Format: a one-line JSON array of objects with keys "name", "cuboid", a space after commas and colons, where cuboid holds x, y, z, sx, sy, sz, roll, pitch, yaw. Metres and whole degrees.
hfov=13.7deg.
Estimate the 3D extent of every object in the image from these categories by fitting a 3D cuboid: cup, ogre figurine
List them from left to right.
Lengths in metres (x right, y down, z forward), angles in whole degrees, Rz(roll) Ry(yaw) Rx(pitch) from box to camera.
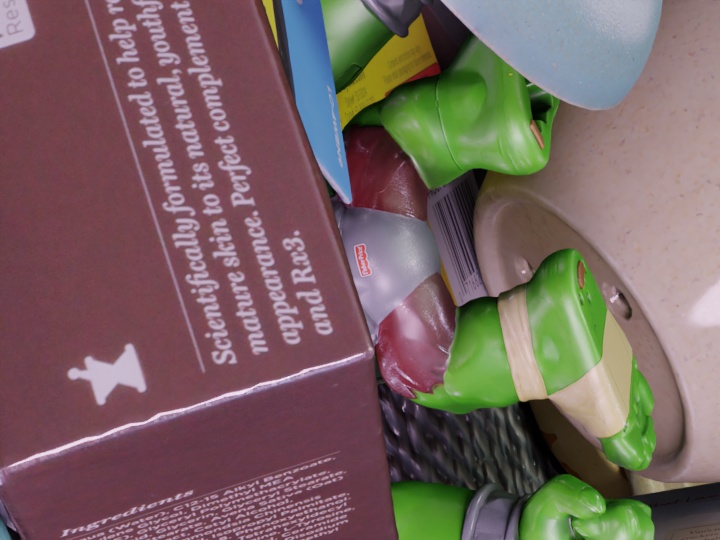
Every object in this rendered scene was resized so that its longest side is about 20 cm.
[{"name": "ogre figurine", "cuboid": [0.000, 0.000, 0.766, 0.098, 0.120, 0.200, -34, 107, -73]}, {"name": "cup", "cuboid": [0.119, -0.017, 0.884, 0.200, 0.143, 0.200, 46, -23, 26]}]

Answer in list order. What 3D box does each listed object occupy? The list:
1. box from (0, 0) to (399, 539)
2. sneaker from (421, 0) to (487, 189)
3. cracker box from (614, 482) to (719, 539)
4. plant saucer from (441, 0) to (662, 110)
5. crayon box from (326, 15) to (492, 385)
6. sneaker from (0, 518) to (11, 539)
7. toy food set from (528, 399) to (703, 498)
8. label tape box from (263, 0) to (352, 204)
[{"name": "box", "cuboid": [-0.040, 0.015, 0.597, 0.200, 0.075, 0.100, 79, -7, -70]}, {"name": "sneaker", "cuboid": [0.006, -0.092, 0.982, 0.082, 0.077, 0.200, -38, 115, -40]}, {"name": "cracker box", "cuboid": [0.070, 0.120, 0.843, 0.200, 0.134, 0.058, -48, 125, -69]}, {"name": "plant saucer", "cuboid": [0.021, -0.132, 0.744, 0.200, 0.027, 0.200, 47, 23, -27]}, {"name": "crayon box", "cuboid": [-0.021, -0.072, 0.876, 0.127, 0.051, 0.200, -37, 111, -71]}, {"name": "sneaker", "cuboid": [-0.119, 0.037, 0.511, 0.088, 0.074, 0.200, -38, 127, -33]}, {"name": "toy food set", "cuboid": [0.121, 0.072, 1.178, 0.200, 0.049, 0.198, -49, 122, -69]}, {"name": "label tape box", "cuboid": [-0.073, -0.103, 0.633, 0.200, 0.066, 0.143, 45, 32, -61]}]
